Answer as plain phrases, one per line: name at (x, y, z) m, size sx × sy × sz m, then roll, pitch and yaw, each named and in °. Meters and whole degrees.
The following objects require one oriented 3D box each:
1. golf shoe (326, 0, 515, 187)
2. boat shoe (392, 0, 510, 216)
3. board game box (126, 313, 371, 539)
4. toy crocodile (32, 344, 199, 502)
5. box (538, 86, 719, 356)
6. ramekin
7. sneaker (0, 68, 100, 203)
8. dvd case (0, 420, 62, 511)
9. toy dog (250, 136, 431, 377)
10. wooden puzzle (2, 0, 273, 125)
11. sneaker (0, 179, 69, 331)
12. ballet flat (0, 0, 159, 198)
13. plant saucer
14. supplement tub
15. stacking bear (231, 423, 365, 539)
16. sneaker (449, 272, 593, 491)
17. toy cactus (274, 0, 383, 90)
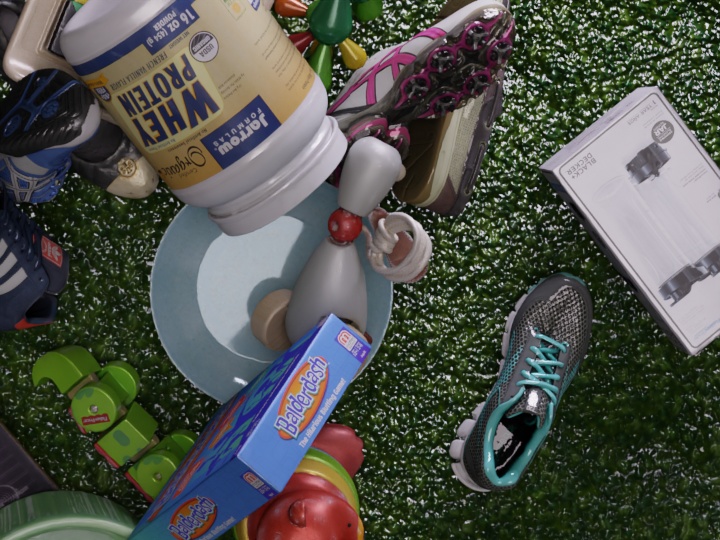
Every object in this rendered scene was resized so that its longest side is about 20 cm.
golf shoe at (0.036, -0.155, 1.362) m, size 0.200 × 0.092 × 0.073 m, roll -39°, pitch 137°, yaw 25°
boat shoe at (0.084, -0.141, 1.412) m, size 0.066 × 0.072 × 0.201 m, roll 26°, pitch 77°, yaw -39°
board game box at (-0.087, 0.134, 1.293) m, size 0.045 × 0.200 × 0.152 m, roll 40°, pitch 49°, yaw -7°
toy crocodile at (-0.188, 0.138, 1.406) m, size 0.062 × 0.068 × 0.200 m, roll -40°, pitch 96°, yaw 20°
box at (0.256, -0.041, 1.438) m, size 0.117 × 0.060 × 0.200 m, roll -40°, pitch 97°, yaw -1°
ramekin at (-0.239, 0.275, 1.380) m, size 0.199 × 0.098 × 0.201 m, roll -4°, pitch 105°, yaw -14°
sneaker at (-0.250, -0.099, 1.328) m, size 0.077 × 0.200 × 0.076 m, roll 36°, pitch 64°, yaw -29°
dvd case at (-0.337, 0.181, 1.381) m, size 0.149 × 0.016 × 0.200 m, roll -35°, pitch 122°, yaw -2°
toy dog at (0.000, 0.000, 1.357) m, size 0.200 × 0.096 × 0.132 m, roll -50°, pitch 57°, yaw 28°
wooden puzzle at (-0.165, -0.212, 1.364) m, size 0.185 × 0.037 × 0.201 m, roll 22°, pitch 87°, yaw -22°
sneaker at (-0.270, -0.022, 1.336) m, size 0.084 × 0.200 × 0.075 m, roll 2°, pitch 56°, yaw -6°
ballet flat at (-0.238, -0.135, 1.381) m, size 0.066 × 0.057 × 0.200 m, roll -42°, pitch 98°, yaw -3°
plant saucer at (-0.074, 0.016, 1.420) m, size 0.200 × 0.039 × 0.202 m, roll -1°, pitch 96°, yaw -6°
supplement tub at (-0.115, -0.139, 1.301) m, size 0.144 × 0.144 × 0.200 m, roll -39°, pitch 110°, yaw -1°
stacking bear at (-0.047, 0.197, 1.357) m, size 0.113 × 0.200 × 0.122 m, roll 4°, pitch 95°, yaw -6°
sneaker at (0.145, 0.099, 1.423) m, size 0.077 × 0.091 × 0.201 m, roll 22°, pitch 92°, yaw -8°
toy cactus at (-0.010, -0.243, 1.349) m, size 0.102 × 0.165 × 0.200 m, roll 34°, pitch 86°, yaw 13°
